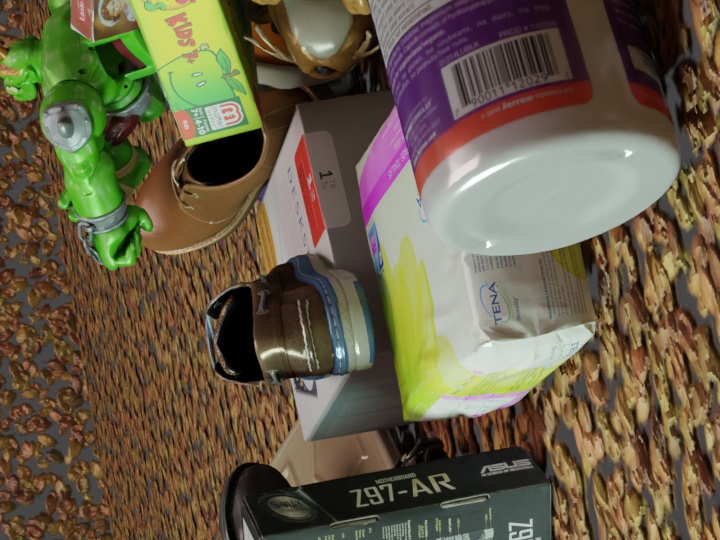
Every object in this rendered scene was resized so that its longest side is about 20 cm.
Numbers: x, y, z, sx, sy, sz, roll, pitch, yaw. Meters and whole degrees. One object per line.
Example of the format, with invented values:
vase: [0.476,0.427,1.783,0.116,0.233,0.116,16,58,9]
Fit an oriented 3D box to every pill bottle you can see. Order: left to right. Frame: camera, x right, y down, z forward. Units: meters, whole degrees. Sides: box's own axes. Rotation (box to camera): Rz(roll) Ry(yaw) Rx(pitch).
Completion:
pill bottle: [0.060,-0.117,1.109,0.111,0.111,0.200,107,152,-63]

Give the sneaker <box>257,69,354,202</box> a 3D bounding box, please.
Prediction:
sneaker: [-0.050,-0.066,1.690,0.080,0.088,0.200,-124,27,-60]

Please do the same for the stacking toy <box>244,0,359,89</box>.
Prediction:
stacking toy: [-0.049,-0.224,1.550,0.146,0.146,0.200,-118,38,-56]

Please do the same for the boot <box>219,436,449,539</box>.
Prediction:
boot: [0.003,0.159,1.564,0.174,0.069,0.200,-52,52,35]

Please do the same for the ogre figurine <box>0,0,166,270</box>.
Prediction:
ogre figurine: [-0.164,-0.115,1.605,0.120,0.098,0.200,67,-143,-55]

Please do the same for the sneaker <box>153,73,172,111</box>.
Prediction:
sneaker: [-0.080,-0.193,1.724,0.200,0.075,0.116,-72,0,-54]

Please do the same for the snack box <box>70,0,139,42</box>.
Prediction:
snack box: [-0.128,-0.231,1.457,0.024,0.072,0.200,30,128,37]

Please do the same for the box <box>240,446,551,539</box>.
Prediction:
box: [0.023,0.202,1.385,0.044,0.160,0.200,-124,27,-60]

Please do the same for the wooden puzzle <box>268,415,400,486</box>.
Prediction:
wooden puzzle: [-0.008,0.175,1.681,0.200,0.046,0.185,-63,36,35]

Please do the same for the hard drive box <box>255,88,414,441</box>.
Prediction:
hard drive box: [0.000,0.000,1.540,0.200,0.077,0.156,117,141,-69]

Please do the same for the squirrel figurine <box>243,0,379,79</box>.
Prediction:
squirrel figurine: [-0.021,-0.211,1.421,0.187,0.141,0.200,80,-178,-52]

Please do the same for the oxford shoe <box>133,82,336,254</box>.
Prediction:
oxford shoe: [-0.098,-0.063,1.623,0.200,0.071,0.071,-37,79,46]

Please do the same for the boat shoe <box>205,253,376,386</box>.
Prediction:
boat shoe: [-0.049,0.029,1.435,0.200,0.072,0.072,161,99,-77]

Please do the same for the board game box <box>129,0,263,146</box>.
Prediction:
board game box: [-0.104,-0.177,1.412,0.102,0.048,0.200,-98,-7,-45]

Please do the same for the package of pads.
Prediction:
package of pads: [0.054,-0.010,1.308,0.200,0.068,0.155,123,137,-72]
